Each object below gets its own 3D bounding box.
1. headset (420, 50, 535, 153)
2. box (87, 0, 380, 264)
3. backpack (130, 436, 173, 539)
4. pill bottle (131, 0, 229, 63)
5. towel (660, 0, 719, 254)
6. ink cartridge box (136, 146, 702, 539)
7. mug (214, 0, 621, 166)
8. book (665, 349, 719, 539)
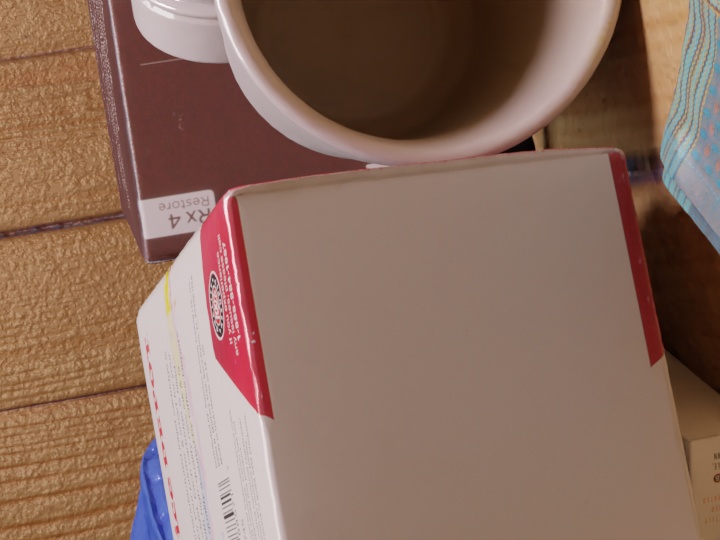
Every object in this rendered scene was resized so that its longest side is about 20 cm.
[{"bbox_3d":[0.038,-0.105,0.901,0.200,0.094,0.124,63,164,11],"label":"headset"},{"bbox_3d":[-0.070,-0.112,1.169,0.200,0.166,0.165,-138,40,-74],"label":"box"},{"bbox_3d":[-0.024,0.138,1.037,0.163,0.200,0.168,-115,27,-57],"label":"backpack"},{"bbox_3d":[-0.072,-0.207,0.934,0.114,0.114,0.200,-109,13,-44],"label":"pill bottle"},{"bbox_3d":[0.121,-0.069,0.528,0.147,0.022,0.200,-112,16,-49],"label":"towel"},{"bbox_3d":[0.010,0.055,0.711,0.200,0.144,0.146,142,119,-70],"label":"ink cartridge box"},{"bbox_3d":[0.023,-0.117,0.755,0.150,0.186,0.153,55,170,-3],"label":"mug"},{"bbox_3d":[0.111,0.128,0.734,0.134,0.048,0.200,-131,35,-67],"label":"book"}]
